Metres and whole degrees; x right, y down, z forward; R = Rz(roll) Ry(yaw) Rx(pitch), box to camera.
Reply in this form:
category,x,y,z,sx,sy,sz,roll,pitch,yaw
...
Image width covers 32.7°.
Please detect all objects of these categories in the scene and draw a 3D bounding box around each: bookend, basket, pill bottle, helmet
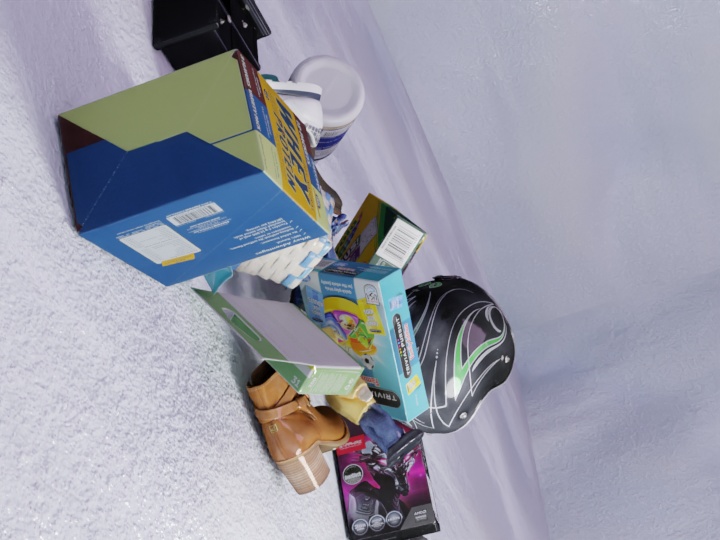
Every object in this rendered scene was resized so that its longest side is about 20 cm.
category,x,y,z,sx,sy,sz,roll,pitch,yaw
bookend,-0.197,-0.319,1.679,0.199,0.092,0.200,59,19,-48
basket,-0.136,-0.078,1.548,0.200,0.139,0.176,37,27,-18
pill bottle,-0.075,-0.234,1.873,0.200,0.116,0.116,133,-55,-63
helmet,0.101,0.120,1.709,0.191,0.200,0.200,-38,115,-36

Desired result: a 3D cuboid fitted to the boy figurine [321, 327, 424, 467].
category,x,y,z,sx,sy,sz,roll,pitch,yaw
boy figurine,-0.006,0.159,1.572,0.200,0.064,0.124,49,-13,18

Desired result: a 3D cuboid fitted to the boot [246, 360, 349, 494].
category,x,y,z,sx,sy,sz,roll,pitch,yaw
boot,-0.086,0.174,1.552,0.155,0.077,0.200,64,20,-14

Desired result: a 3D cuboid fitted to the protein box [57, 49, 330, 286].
category,x,y,z,sx,sy,sz,roll,pitch,yaw
protein box,-0.164,-0.096,1.253,0.200,0.198,0.135,42,32,-68

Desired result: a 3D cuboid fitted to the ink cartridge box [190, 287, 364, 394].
category,x,y,z,sx,sy,sz,roll,pitch,yaw
ink cartridge box,-0.105,0.086,1.461,0.146,0.048,0.200,41,18,32

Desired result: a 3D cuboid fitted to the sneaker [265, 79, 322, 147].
category,x,y,z,sx,sy,sz,roll,pitch,yaw
sneaker,-0.143,-0.202,1.574,0.076,0.200,0.081,-178,-92,-73

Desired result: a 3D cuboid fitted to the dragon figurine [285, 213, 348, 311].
category,x,y,z,sx,sy,sz,roll,pitch,yaw
dragon figurine,-0.078,0.009,1.672,0.099,0.200,0.059,44,-4,-27

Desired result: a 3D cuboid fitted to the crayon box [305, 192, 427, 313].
category,x,y,z,sx,sy,sz,roll,pitch,yaw
crayon box,0.000,0.000,1.762,0.058,0.200,0.173,30,5,-19

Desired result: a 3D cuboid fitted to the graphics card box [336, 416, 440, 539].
category,x,y,z,sx,sy,sz,roll,pitch,yaw
graphics card box,0.034,0.287,1.756,0.051,0.125,0.200,66,12,-60

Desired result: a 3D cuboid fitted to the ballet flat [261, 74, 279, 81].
category,x,y,z,sx,sy,sz,roll,pitch,yaw
ballet flat,-0.164,-0.236,1.809,0.200,0.068,0.075,-61,153,-68

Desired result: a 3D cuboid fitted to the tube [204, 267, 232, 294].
category,x,y,z,sx,sy,sz,roll,pitch,yaw
tube,-0.192,-0.075,1.403,0.200,0.050,0.077,67,-22,7

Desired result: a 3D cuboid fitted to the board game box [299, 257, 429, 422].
category,x,y,z,sx,sy,sz,roll,pitch,yaw
board game box,0.002,0.089,1.608,0.047,0.151,0.200,-30,116,-40

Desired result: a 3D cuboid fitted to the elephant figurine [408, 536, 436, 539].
category,x,y,z,sx,sy,sz,roll,pitch,yaw
elephant figurine,0.084,0.437,1.800,0.200,0.141,0.155,-155,-105,-85

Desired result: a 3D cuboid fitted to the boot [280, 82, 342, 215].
category,x,y,z,sx,sy,sz,roll,pitch,yaw
boot,-0.073,-0.163,1.671,0.200,0.097,0.075,42,-10,-31
